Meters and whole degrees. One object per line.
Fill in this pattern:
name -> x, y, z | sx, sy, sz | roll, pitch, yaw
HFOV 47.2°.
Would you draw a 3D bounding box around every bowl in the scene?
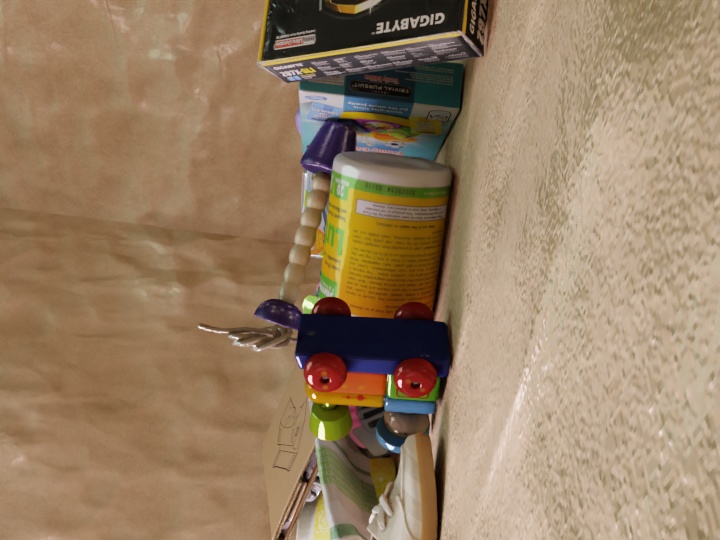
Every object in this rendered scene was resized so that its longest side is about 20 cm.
bowl -> -0.023, 0.317, 0.961 | 0.200, 0.106, 0.204 | -174, 90, -87

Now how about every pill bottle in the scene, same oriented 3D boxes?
pill bottle -> 0.018, -0.002, 0.768 | 0.111, 0.109, 0.203 | -92, 8, -76

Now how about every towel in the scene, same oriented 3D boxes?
towel -> -0.011, 0.194, 0.835 | 0.150, 0.030, 0.202 | 60, -164, -57

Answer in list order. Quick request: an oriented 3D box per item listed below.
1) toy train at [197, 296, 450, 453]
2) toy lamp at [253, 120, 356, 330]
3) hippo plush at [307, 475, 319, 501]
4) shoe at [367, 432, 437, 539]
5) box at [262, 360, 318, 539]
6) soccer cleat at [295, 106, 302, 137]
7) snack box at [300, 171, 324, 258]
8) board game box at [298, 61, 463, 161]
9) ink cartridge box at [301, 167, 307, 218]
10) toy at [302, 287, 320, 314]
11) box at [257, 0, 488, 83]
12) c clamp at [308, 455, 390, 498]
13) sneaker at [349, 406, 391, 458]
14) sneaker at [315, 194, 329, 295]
toy train -> -0.030, 0.091, 0.677 | 0.085, 0.197, 0.117 | -86, -1, -54
toy lamp -> -0.050, -0.045, 0.802 | 0.058, 0.057, 0.203 | 131, 158, -86
hippo plush -> -0.056, 0.283, 1.290 | 0.201, 0.157, 0.163 | -87, 3, -67
shoe -> 0.026, 0.226, 0.631 | 0.070, 0.052, 0.203 | 124, 152, -85
box -> -0.079, 0.203, 1.008 | 0.200, 0.021, 0.165 | -117, 48, -68
soccer cleat -> -0.012, -0.136, 0.978 | 0.067, 0.200, 0.076 | -45, -17, 12
snack box -> 0.003, -0.112, 1.044 | 0.053, 0.140, 0.203 | 6, -90, -72
board game box -> 0.014, -0.160, 0.843 | 0.200, 0.148, 0.048 | 107, 169, -81
ink cartridge box -> -0.005, -0.134, 1.202 | 0.202, 0.143, 0.146 | -85, -2, -48
toy -> 0.000, 0.000, 0.908 | 0.200, 0.047, 0.117 | -39, -35, -50
box -> 0.012, -0.251, 0.688 | 0.049, 0.198, 0.162 | 22, -107, -56
c clamp -> -0.043, 0.248, 1.077 | 0.027, 0.169, 0.202 | -48, -20, -47
sneaker -> 0.026, 0.147, 0.886 | 0.201, 0.078, 0.097 | -86, -18, -66
sneaker -> -0.028, -0.001, 0.993 | 0.070, 0.081, 0.203 | -20, -83, -61
